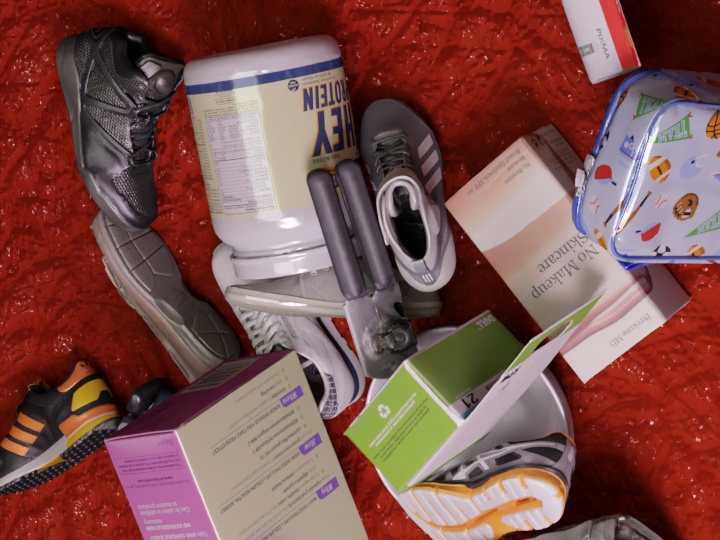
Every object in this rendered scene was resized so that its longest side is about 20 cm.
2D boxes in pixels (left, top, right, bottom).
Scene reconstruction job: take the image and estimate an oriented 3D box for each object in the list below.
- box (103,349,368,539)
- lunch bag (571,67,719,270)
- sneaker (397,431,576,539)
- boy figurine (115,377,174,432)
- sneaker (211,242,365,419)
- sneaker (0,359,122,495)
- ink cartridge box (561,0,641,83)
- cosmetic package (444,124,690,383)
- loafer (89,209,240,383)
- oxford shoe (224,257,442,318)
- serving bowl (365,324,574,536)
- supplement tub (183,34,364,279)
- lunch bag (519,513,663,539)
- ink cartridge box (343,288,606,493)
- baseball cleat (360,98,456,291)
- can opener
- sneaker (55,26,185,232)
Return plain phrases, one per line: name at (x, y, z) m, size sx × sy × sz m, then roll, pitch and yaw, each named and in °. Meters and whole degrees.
box at (-0.109, 0.200, 1.688) m, size 0.097 × 0.176 × 0.200 m, roll -12°, pitch 104°, yaw 40°
lunch bag at (0.265, -0.077, 1.510) m, size 0.076 × 0.200 × 0.161 m, roll 45°, pitch 125°, yaw 48°
sneaker at (0.115, 0.192, 1.645) m, size 0.200 × 0.077 × 0.078 m, roll -16°, pitch 121°, yaw 45°
boy figurine at (-0.146, 0.194, 1.845) m, size 0.200 × 0.064 × 0.125 m, roll 36°, pitch 111°, yaw 16°
sneaker at (-0.076, 0.053, 1.768) m, size 0.200 × 0.080 × 0.076 m, roll 50°, pitch 119°, yaw 8°
sneaker at (-0.330, 0.163, 1.929) m, size 0.200 × 0.070 × 0.090 m, roll -31°, pitch 74°, yaw 28°
ink cartridge box at (0.180, -0.232, 1.508) m, size 0.050 × 0.200 × 0.161 m, roll -19°, pitch 94°, yaw 10°
cosmetic package at (0.180, -0.016, 1.624) m, size 0.103 × 0.087 × 0.200 m, roll -42°, pitch 83°, yaw 26°
loafer at (-0.203, 0.028, 1.830) m, size 0.200 × 0.072 × 0.063 m, roll 50°, pitch 125°, yaw 3°
oxford shoe at (-0.024, 0.015, 1.713) m, size 0.199 × 0.075 × 0.058 m, roll 0°, pitch 88°, yaw -3°
serving bowl at (0.107, 0.141, 1.710) m, size 0.200 × 0.066 × 0.201 m, roll 6°, pitch 105°, yaw 24°
supplement tub at (-0.073, -0.103, 1.690) m, size 0.145 × 0.145 × 0.201 m, roll -6°, pitch 100°, yaw 26°
lunch bag at (0.195, 0.290, 1.640) m, size 0.164 × 0.118 × 0.200 m, roll -20°, pitch 128°, yaw 28°
ink cartridge box at (0.098, 0.077, 1.563) m, size 0.076 × 0.148 × 0.200 m, roll 45°, pitch 125°, yaw 13°
baseball cleat at (0.040, -0.083, 1.629) m, size 0.070 × 0.106 × 0.200 m, roll -21°, pitch 62°, yaw 5°
can opener at (0.000, 0.000, 1.642) m, size 0.053 × 0.067 × 0.200 m, roll -19°, pitch 102°, yaw -7°
sneaker at (-0.216, -0.139, 1.787) m, size 0.114 × 0.076 × 0.200 m, roll -11°, pitch 92°, yaw 34°
